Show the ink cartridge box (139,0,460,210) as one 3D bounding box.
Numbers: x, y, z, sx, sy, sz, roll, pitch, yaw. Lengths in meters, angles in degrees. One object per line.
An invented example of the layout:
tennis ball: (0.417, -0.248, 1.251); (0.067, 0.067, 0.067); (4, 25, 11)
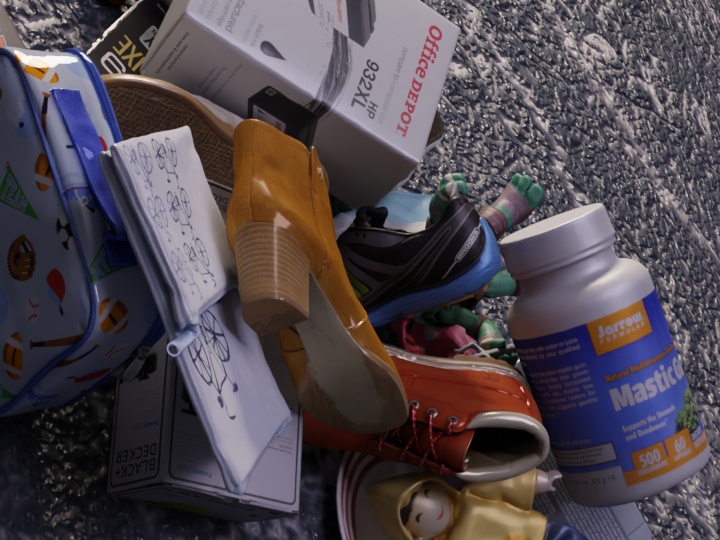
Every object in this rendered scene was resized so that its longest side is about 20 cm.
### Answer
ink cartridge box: (-0.039, -0.160, 1.132); (0.199, 0.084, 0.146); (31, 52, -17)

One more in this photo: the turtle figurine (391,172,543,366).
turtle figurine: (0.082, -0.001, 1.199); (0.199, 0.100, 0.151); (-25, 99, -43)

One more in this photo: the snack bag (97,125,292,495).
snack bag: (-0.086, 0.017, 0.884); (0.189, 0.021, 0.202); (-53, 123, -82)

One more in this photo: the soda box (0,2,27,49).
soda box: (-0.289, -0.114, 0.941); (0.071, 0.063, 0.199); (59, 33, 6)

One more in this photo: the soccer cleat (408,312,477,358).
soccer cleat: (0.117, 0.107, 1.258); (0.201, 0.067, 0.076); (52, 48, 3)

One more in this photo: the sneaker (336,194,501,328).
sneaker: (0.000, 0.000, 1.098); (0.071, 0.198, 0.084); (-26, 96, -75)

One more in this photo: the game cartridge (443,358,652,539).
game cartridge: (0.138, 0.173, 1.176); (0.133, 0.040, 0.202); (-28, 88, -38)

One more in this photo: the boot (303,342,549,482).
boot: (0.033, 0.101, 1.069); (0.197, 0.076, 0.107); (1, 21, -10)

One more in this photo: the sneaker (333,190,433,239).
sneaker: (0.008, -0.027, 1.254); (0.199, 0.075, 0.082); (-1, 32, -46)

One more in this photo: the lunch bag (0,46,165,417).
lunch bag: (-0.184, -0.021, 0.904); (0.075, 0.160, 0.202); (-4, 65, -47)

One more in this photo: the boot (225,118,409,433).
boot: (-0.024, 0.004, 0.995); (0.201, 0.070, 0.145); (52, 29, -48)

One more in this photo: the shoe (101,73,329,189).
shoe: (-0.113, -0.082, 1.062); (0.199, 0.071, 0.053); (22, 4, -35)

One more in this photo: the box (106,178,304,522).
box: (-0.094, 0.052, 0.999); (0.116, 0.060, 0.203); (19, 64, -42)

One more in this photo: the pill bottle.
pill bottle: (0.172, 0.059, 1.131); (0.112, 0.111, 0.202); (-28, 99, -56)

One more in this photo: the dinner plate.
dinner plate: (0.050, 0.204, 1.133); (0.199, 0.024, 0.202); (33, 39, -32)

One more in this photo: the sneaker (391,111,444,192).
sneaker: (-0.001, -0.089, 1.259); (0.073, 0.084, 0.200); (60, 28, 0)

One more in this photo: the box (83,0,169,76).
box: (-0.130, -0.087, 1.130); (0.200, 0.050, 0.158); (48, 34, -12)

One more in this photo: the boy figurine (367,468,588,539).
boy figurine: (0.099, 0.190, 1.094); (0.199, 0.064, 0.125); (31, 83, -11)

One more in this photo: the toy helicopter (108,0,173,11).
toy helicopter: (-0.124, -0.198, 1.234); (0.201, 0.078, 0.132); (61, 23, -11)
